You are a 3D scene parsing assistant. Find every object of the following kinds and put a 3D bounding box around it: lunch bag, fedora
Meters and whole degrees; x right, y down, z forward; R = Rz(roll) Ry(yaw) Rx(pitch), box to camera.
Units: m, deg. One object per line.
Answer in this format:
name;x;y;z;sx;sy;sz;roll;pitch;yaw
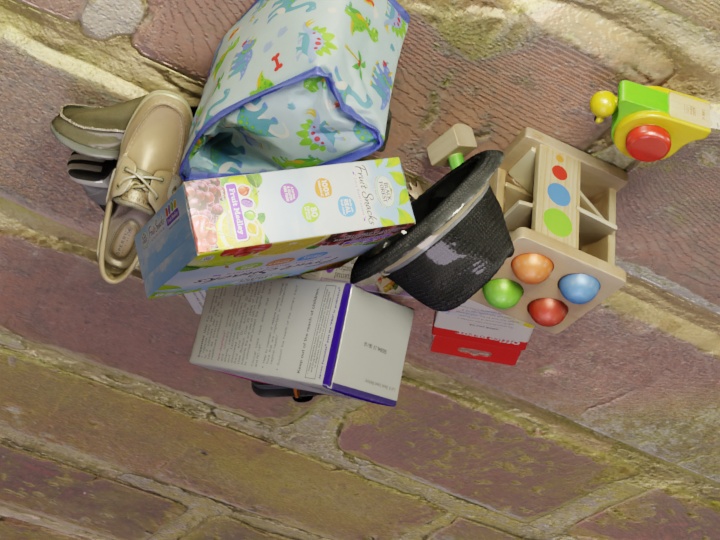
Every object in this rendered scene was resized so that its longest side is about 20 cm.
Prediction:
lunch bag;-0.069;-0.169;1.050;0.200;0.170;0.127;-16;135;31
fedora;0.083;-0.024;1.092;0.092;0.201;0.200;47;136;-7

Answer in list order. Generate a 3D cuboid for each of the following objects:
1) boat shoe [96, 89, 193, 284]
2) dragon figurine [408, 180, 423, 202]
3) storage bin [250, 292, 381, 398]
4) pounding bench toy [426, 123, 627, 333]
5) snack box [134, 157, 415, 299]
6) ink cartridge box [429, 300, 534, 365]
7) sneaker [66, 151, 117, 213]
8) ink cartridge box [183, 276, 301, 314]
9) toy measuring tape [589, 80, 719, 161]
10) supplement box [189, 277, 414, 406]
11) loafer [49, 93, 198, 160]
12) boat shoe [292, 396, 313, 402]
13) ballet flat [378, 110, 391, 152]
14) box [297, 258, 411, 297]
boat shoe;-0.216;-0.080;1.162;0.072;0.065;0.200;20;110;-12
dragon figurine;0.024;-0.055;1.285;0.200;0.059;0.099;19;147;-6
storage bin;-0.061;0.070;1.431;0.199;0.146;0.135;-6;133;21
pounding bench toy;0.153;-0.044;1.186;0.200;0.156;0.124;22;144;-17
snack box;-0.079;-0.036;1.026;0.200;0.068;0.169;-8;170;-27
ink cartridge box;0.151;0.029;1.369;0.116;0.067;0.200;10;145;0
sneaker;-0.219;-0.084;1.305;0.199;0.075;0.116;13;152;13
ink cartridge box;-0.166;-0.004;1.296;0.199;0.043;0.196;8;152;16
toy measuring tape;0.307;-0.128;1.108;0.199;0.074;0.074;15;145;-8
supplement box;-0.060;0.066;1.158;0.200;0.104;0.101;3;167;41
loafer;-0.219;-0.156;1.205;0.199;0.075;0.070;4;120;-2
boat shoe;-0.073;0.144;1.569;0.074;0.066;0.199;25;154;-36
ballet flat;-0.065;-0.124;1.160;0.199;0.068;0.069;-9;120;0
box;0.000;0.000;1.304;0.041;0.039;0.200;18;-176;34
